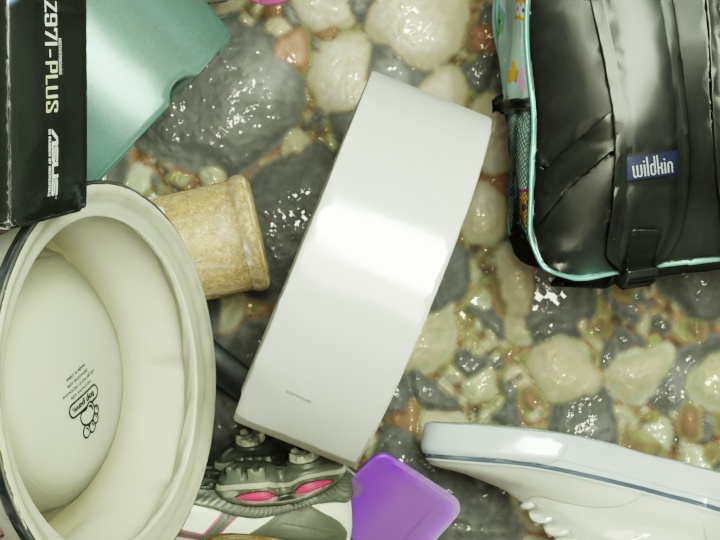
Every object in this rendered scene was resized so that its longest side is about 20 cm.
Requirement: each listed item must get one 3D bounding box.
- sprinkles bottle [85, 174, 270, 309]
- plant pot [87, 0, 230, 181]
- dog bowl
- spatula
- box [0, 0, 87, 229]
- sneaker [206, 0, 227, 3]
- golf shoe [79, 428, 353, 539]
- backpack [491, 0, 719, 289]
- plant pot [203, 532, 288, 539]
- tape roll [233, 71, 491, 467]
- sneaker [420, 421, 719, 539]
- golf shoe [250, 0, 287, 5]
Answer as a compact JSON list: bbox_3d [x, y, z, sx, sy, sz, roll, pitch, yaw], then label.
[{"bbox_3d":[-0.153,0.001,1.039,0.200,0.068,0.068,-13,90,-3],"label":"sprinkles bottle"},{"bbox_3d":[-0.188,-0.140,0.987,0.196,0.200,0.200,44,87,-9],"label":"plant pot"},{"bbox_3d":[-0.153,0.056,0.929,0.074,0.200,0.200,-3,89,25],"label":"dog bowl"},{"bbox_3d":[-0.035,0.094,1.066,0.200,0.021,0.057,39,101,1],"label":"spatula"},{"bbox_3d":[-0.230,-0.106,0.833,0.200,0.086,0.164,2,98,14],"label":"box"},{"bbox_3d":[-0.039,-0.233,1.040,0.078,0.086,0.200,45,87,-1],"label":"sneaker"},{"bbox_3d":[-0.103,0.139,1.036,0.200,0.077,0.088,-4,111,8],"label":"golf shoe"},{"bbox_3d":[0.157,-0.103,1.013,0.176,0.153,0.200,-6,103,-4],"label":"backpack"},{"bbox_3d":[-0.058,0.247,0.970,0.186,0.186,0.200,14,94,-3],"label":"plant pot"},{"bbox_3d":[0.000,0.000,0.981,0.071,0.202,0.202,22,88,-3],"label":"tape roll"},{"bbox_3d":[0.128,0.131,1.049,0.200,0.073,0.071,13,85,-3],"label":"sneaker"},{"bbox_3d":[-0.082,-0.230,0.988,0.092,0.075,0.200,-31,79,-39],"label":"golf shoe"}]
